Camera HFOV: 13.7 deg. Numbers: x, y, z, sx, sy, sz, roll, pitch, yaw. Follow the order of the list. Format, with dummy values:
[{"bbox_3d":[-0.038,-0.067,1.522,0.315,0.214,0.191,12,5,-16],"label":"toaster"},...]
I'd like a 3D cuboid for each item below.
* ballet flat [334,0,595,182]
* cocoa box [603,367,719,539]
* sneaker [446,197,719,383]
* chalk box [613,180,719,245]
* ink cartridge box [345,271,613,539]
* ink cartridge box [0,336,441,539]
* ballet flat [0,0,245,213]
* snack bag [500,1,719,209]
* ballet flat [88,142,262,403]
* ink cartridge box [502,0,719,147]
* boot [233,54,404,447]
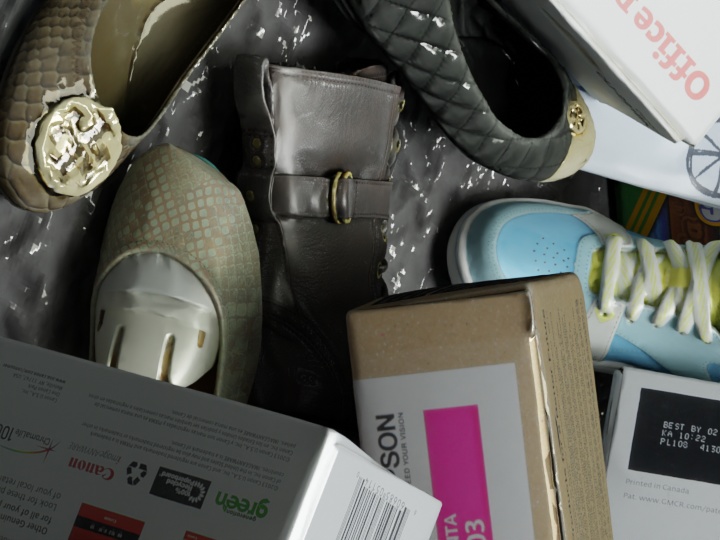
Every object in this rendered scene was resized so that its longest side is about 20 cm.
[{"bbox_3d":[0.052,-0.092,1.253,0.200,0.057,0.067,39,44,-50],"label":"ballet flat"},{"bbox_3d":[0.199,0.144,1.342,0.131,0.199,0.134,88,13,-60],"label":"cocoa box"},{"bbox_3d":[0.148,0.005,1.345,0.199,0.130,0.080,19,67,-25],"label":"sneaker"},{"bbox_3d":[0.212,0.011,1.500,0.125,0.123,0.201,-36,130,-44],"label":"chalk box"},{"bbox_3d":[0.054,0.105,1.154,0.165,0.075,0.201,-4,88,-79],"label":"ink cartridge box"},{"bbox_3d":[-0.100,0.125,1.023,0.084,0.199,0.176,38,71,-54],"label":"ink cartridge box"},{"bbox_3d":[-0.070,-0.100,1.123,0.200,0.046,0.068,-54,139,-29],"label":"ballet flat"},{"bbox_3d":[0.164,-0.123,1.364,0.199,0.021,0.190,15,86,-13],"label":"snack bag"},{"bbox_3d":[-0.076,0.054,1.143,0.062,0.067,0.201,-45,141,-72],"label":"ballet flat"},{"bbox_3d":[0.142,-0.177,1.279,0.200,0.084,0.144,-51,123,-6],"label":"ink cartridge box"},{"bbox_3d":[0.000,0.000,1.246,0.200,0.069,0.175,14,82,-63],"label":"boot"}]
